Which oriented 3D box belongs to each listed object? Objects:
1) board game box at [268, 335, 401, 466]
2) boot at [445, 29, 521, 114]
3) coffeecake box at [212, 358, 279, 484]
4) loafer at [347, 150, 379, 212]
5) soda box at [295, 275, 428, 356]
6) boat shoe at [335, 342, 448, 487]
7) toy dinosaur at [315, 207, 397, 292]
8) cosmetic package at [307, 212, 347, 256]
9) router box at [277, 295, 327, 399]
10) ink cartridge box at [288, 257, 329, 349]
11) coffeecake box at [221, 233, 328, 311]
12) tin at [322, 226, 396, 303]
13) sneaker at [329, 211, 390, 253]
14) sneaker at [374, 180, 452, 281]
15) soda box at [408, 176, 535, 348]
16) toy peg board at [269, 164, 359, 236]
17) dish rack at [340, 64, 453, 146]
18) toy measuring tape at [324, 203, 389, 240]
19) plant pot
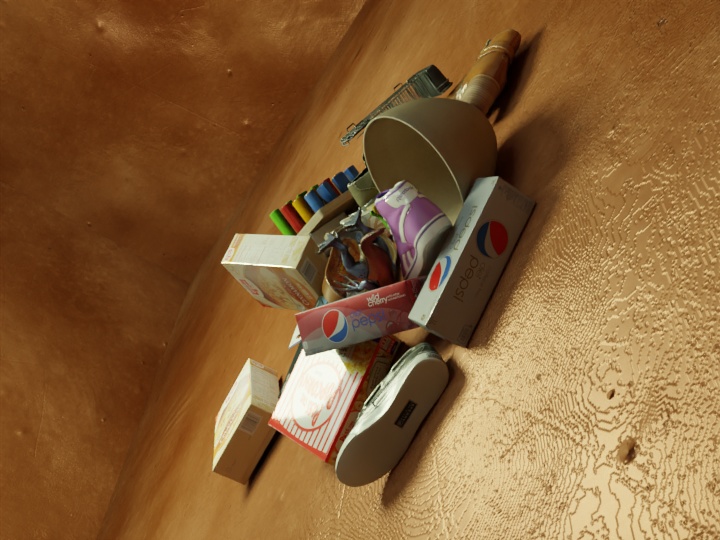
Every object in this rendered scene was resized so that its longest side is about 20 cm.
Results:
[{"bbox_3d":[-0.041,0.169,1.137,0.150,0.046,0.204,15,78,48],"label":"board game box"},{"bbox_3d":[0.181,-0.302,1.250,0.158,0.076,0.200,-61,9,-15],"label":"boot"},{"bbox_3d":[-0.225,0.293,1.509,0.156,0.072,0.200,-60,16,11],"label":"coffeecake box"},{"bbox_3d":[0.043,-0.200,1.341,0.203,0.069,0.075,-59,16,-16],"label":"loafer"},{"bbox_3d":[0.007,0.064,1.053,0.196,0.065,0.069,-18,-4,33],"label":"soda box"},{"bbox_3d":[0.037,0.181,0.954,0.201,0.070,0.064,-52,19,8],"label":"boat shoe"},{"bbox_3d":[0.018,0.012,1.089,0.105,0.182,0.200,-42,24,-2],"label":"toy dinosaur"},{"bbox_3d":[-0.112,-0.025,1.615,0.150,0.052,0.200,-35,-6,-45],"label":"cosmetic package"},{"bbox_3d":[-0.060,0.138,1.300,0.149,0.061,0.204,-20,45,66],"label":"router box"},{"bbox_3d":[-0.085,0.065,1.535,0.094,0.037,0.204,-35,29,55],"label":"ink cartridge box"},{"bbox_3d":[-0.144,0.006,1.458,0.196,0.154,0.074,4,57,38],"label":"coffeecake box"},{"bbox_3d":[0.000,0.000,1.246,0.202,0.109,0.043,-75,0,-52],"label":"tin"},{"bbox_3d":[0.016,-0.089,1.376,0.204,0.091,0.075,-63,17,-7],"label":"sneaker"},{"bbox_3d":[0.068,-0.056,1.054,0.072,0.114,0.202,-38,-18,-18],"label":"sneaker"},{"bbox_3d":[0.138,-0.012,0.950,0.204,0.063,0.068,-63,17,-3],"label":"soda box"},{"bbox_3d":[-0.087,-0.143,1.607,0.199,0.098,0.199,-38,-3,-40],"label":"toy peg board"},{"bbox_3d":[0.053,-0.268,1.287,0.199,0.055,0.153,-40,10,0],"label":"dish rack"},{"bbox_3d":[0.037,-0.079,1.266,0.197,0.075,0.073,-32,12,-13],"label":"toy measuring tape"},{"bbox_3d":[0.117,-0.161,1.076,0.134,0.203,0.199,-38,8,-23],"label":"plant pot"}]
